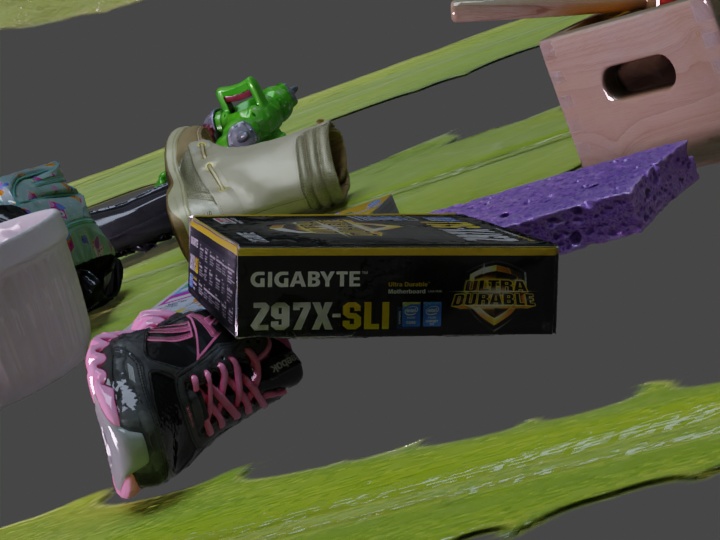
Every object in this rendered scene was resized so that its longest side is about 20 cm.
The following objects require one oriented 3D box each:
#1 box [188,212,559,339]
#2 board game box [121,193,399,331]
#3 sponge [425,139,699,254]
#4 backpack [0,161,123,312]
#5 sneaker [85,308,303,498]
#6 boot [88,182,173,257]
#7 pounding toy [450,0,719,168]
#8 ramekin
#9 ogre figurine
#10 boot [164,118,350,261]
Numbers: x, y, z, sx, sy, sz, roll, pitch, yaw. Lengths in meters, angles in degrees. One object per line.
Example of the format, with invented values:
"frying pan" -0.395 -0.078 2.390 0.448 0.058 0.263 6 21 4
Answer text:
"box" 0.000 0.000 1.060 0.159 0.050 0.200 1 6 -11
"board game box" -0.060 0.010 1.333 0.134 0.034 0.200 -18 10 22
"sponge" 0.093 -0.026 1.214 0.199 0.030 0.112 -16 11 29
"backpack" -0.275 -0.010 1.635 0.166 0.127 0.200 -24 4 18
"sneaker" -0.079 0.056 1.043 0.095 0.079 0.200 -8 13 8
"boot" -0.218 -0.050 1.910 0.199 0.066 0.165 -25 18 -5
"pounding toy" 0.201 -0.149 1.312 0.184 0.143 0.200 -28 12 -35
"ramekin" -0.285 0.042 1.440 0.199 0.105 0.200 -21 9 3
"ogre figurine" -0.135 -0.140 2.143 0.120 0.098 0.200 -29 -7 31
"boot" -0.088 -0.088 1.752 0.155 0.073 0.200 -21 24 5
